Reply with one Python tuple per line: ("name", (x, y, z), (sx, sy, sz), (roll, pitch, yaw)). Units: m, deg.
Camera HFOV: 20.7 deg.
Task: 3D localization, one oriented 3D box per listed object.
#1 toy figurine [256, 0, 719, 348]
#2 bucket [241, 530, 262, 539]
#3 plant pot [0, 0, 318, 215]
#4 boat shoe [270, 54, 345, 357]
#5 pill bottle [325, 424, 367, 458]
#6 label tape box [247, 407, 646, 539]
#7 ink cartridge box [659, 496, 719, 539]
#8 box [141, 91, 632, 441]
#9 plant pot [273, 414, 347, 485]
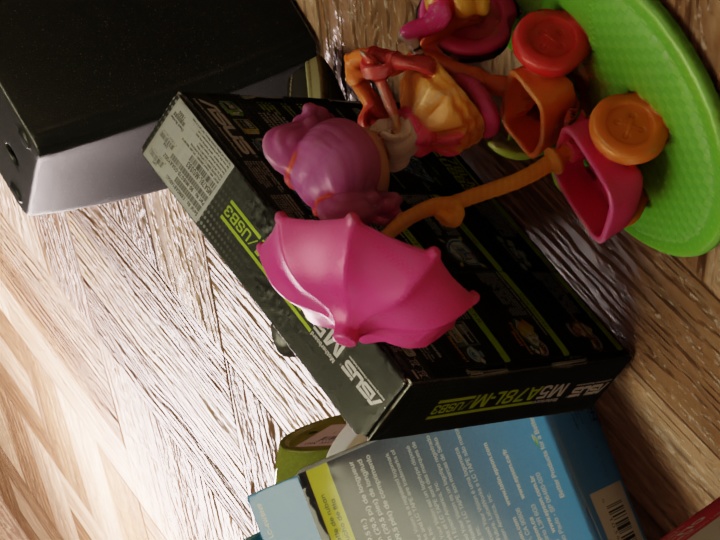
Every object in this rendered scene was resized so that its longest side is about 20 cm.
("toy figurine", (0.032, -0.051, 0.864), (0.200, 0.183, 0.150), (53, 160, 23))
("bucket", (-0.055, 0.259, 1.180), (0.134, 0.207, 0.208), (-35, 84, 33))
("plant pot", (-0.167, -0.149, 1.250), (0.201, 0.177, 0.200), (59, 161, 7))
("boat shoe", (-0.032, -0.038, 1.113), (0.072, 0.066, 0.202), (57, -161, -49))
("pill bottle", (0.073, 0.166, 1.186), (0.200, 0.111, 0.111), (48, 158, 33))
("label tape box", (0.052, 0.153, 1.089), (0.199, 0.066, 0.144), (-26, 83, 30))
("ink cartridge box", (0.215, 0.165, 0.860), (0.146, 0.083, 0.200), (60, 161, 3))
("box", (0.016, -0.008, 0.987), (0.200, 0.192, 0.048), (51, 118, 25))
("plant pot", (0.011, 0.203, 1.341), (0.187, 0.186, 0.202), (11, 115, 66))
